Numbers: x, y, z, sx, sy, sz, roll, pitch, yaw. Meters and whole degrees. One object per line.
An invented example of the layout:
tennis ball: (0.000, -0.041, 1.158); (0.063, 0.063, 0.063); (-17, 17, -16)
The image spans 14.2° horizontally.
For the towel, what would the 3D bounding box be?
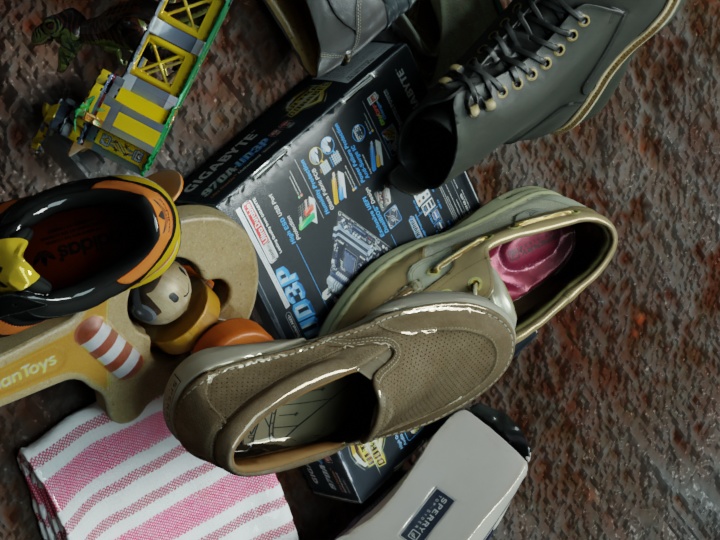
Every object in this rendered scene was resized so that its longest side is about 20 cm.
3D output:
towel: (-0.091, 0.151, 1.525); (0.146, 0.030, 0.201); (-31, 113, -35)

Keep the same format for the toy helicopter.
toy helicopter: (-0.141, 0.025, 1.435); (0.199, 0.079, 0.133); (-25, 129, -21)

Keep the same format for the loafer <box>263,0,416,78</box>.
loafer: (-0.052, -0.186, 1.497); (0.072, 0.073, 0.200); (-50, 116, -15)

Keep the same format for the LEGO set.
LEGO set: (-0.127, -0.127, 1.388); (0.115, 0.200, 0.155); (26, 99, -4)

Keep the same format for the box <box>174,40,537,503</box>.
box: (0.000, 0.000, 1.577); (0.159, 0.046, 0.201); (-42, 120, -30)

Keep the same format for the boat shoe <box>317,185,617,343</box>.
boat shoe: (0.058, 0.015, 1.552); (0.200, 0.066, 0.074); (-38, 119, -30)

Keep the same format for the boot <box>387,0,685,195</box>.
boot: (0.095, -0.125, 1.516); (0.138, 0.077, 0.201); (-30, 152, -38)

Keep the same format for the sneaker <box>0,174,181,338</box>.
sneaker: (-0.179, 0.002, 1.349); (0.199, 0.090, 0.070); (-21, 89, -5)

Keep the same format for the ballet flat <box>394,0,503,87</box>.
ballet flat: (0.026, -0.190, 1.572); (0.062, 0.067, 0.201); (-27, 111, -11)

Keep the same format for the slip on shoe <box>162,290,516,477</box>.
slip on shoe: (0.000, 0.061, 1.458); (0.199, 0.061, 0.077); (-7, 119, -31)

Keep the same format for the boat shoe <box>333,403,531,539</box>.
boat shoe: (0.019, 0.168, 1.578); (0.200, 0.075, 0.093); (-43, 164, -23)
